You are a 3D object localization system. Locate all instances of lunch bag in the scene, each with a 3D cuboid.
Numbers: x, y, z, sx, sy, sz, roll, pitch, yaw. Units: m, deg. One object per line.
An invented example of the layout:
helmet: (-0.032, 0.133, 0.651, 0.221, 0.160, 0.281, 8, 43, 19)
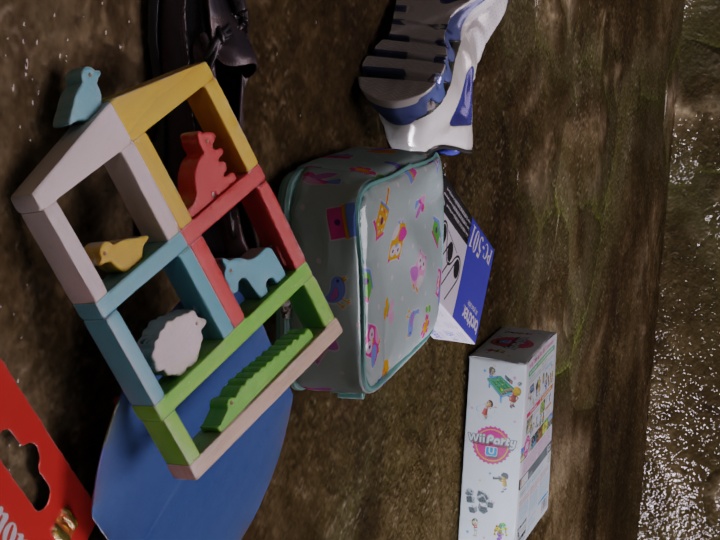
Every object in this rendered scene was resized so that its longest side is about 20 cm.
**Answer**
lunch bag: (0.000, 0.000, 1.059, 0.200, 0.077, 0.161, -31, 126, -66)

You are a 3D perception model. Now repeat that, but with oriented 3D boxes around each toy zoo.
toy zoo: (-0.093, -0.013, 0.760, 0.131, 0.020, 0.201, -44, 118, -38)

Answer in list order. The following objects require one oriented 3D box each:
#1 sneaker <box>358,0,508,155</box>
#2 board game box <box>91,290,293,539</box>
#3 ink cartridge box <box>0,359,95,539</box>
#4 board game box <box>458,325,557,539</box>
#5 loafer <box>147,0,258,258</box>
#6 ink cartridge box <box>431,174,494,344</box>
sneaker: (0.060, -0.158, 1.202, 0.115, 0.080, 0.200, 80, 31, -46)
board game box: (-0.104, 0.093, 0.845, 0.158, 0.039, 0.200, -60, 152, -28)
ink cartridge box: (-0.166, 0.157, 0.674, 0.160, 0.047, 0.201, 72, 32, -48)
board game box: (0.154, 0.172, 1.565, 0.147, 0.064, 0.201, -27, 122, -68)
loafer: (-0.078, -0.099, 0.830, 0.072, 0.063, 0.201, -6, 101, -69)
ink cartridge box: (0.065, -0.009, 1.289, 0.200, 0.044, 0.094, 47, 53, -65)
